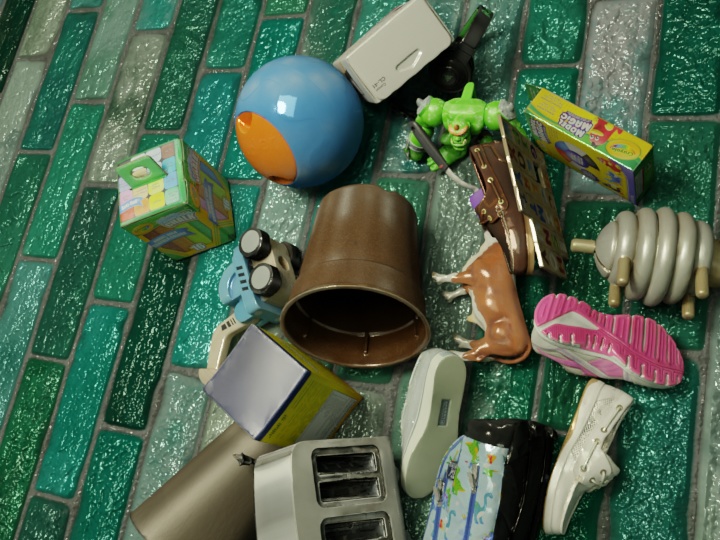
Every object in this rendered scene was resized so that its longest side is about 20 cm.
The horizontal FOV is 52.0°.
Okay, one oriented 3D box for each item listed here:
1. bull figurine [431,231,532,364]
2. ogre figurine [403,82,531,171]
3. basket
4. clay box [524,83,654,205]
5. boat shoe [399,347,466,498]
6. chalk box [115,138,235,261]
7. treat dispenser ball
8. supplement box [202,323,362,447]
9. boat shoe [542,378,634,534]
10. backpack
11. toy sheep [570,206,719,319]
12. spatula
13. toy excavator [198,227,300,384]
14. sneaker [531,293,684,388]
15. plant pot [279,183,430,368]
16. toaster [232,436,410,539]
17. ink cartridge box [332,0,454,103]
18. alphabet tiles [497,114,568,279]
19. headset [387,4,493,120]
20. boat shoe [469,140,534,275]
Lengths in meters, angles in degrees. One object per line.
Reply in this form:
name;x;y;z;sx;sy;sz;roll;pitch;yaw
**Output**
bull figurine;0.172;0.036;1.022;0.121;0.065;0.201;-18;64;19
ogre figurine;0.154;-0.201;1.078;0.200;0.120;0.098;26;63;32
basket;-0.183;0.307;1.022;0.200;0.180;0.136;-50;28;-10
clay box;0.304;-0.176;1.016;0.200;0.115;0.048;37;88;29
boat shoe;0.089;0.201;0.995;0.071;0.070;0.201;21;99;63
chalk box;-0.307;-0.119;1.190;0.124;0.200;0.124;-18;66;15
treat dispenser ball;-0.094;-0.229;1.145;0.200;0.201;0.201;-7;69;19
supplement box;-0.100;0.167;1.005;0.109;0.200;0.109;36;87;28
boat shoe;0.281;0.234;0.903;0.069;0.071;0.200;18;78;27
backpack;0.158;0.283;0.899;0.153;0.163;0.201;-6;76;29
toy sheep;0.366;-0.016;0.926;0.199;0.138;0.138;12;76;8
spatula;0.137;-0.137;1.057;0.200;0.057;0.021;47;64;-4
toy excavator;-0.179;0.062;1.147;0.200;0.100;0.195;-32;60;23
sneaker;0.308;0.097;0.941;0.200;0.088;0.081;23;63;6
plant pot;0.000;0.000;1.025;0.200;0.200;0.199;-9;52;19
toaster;-0.041;0.305;0.927;0.119;0.200;0.181;-37;55;49
ink cartridge box;0.044;-0.334;1.130;0.148;0.200;0.086;-40;104;3
alphabet tiles;0.234;-0.090;0.978;0.008;0.167;0.201;-19;71;28
headset;0.126;-0.317;1.132;0.094;0.124;0.200;29;112;-6
boat shoe;0.187;-0.083;0.989;0.070;0.070;0.201;-4;63;-2
